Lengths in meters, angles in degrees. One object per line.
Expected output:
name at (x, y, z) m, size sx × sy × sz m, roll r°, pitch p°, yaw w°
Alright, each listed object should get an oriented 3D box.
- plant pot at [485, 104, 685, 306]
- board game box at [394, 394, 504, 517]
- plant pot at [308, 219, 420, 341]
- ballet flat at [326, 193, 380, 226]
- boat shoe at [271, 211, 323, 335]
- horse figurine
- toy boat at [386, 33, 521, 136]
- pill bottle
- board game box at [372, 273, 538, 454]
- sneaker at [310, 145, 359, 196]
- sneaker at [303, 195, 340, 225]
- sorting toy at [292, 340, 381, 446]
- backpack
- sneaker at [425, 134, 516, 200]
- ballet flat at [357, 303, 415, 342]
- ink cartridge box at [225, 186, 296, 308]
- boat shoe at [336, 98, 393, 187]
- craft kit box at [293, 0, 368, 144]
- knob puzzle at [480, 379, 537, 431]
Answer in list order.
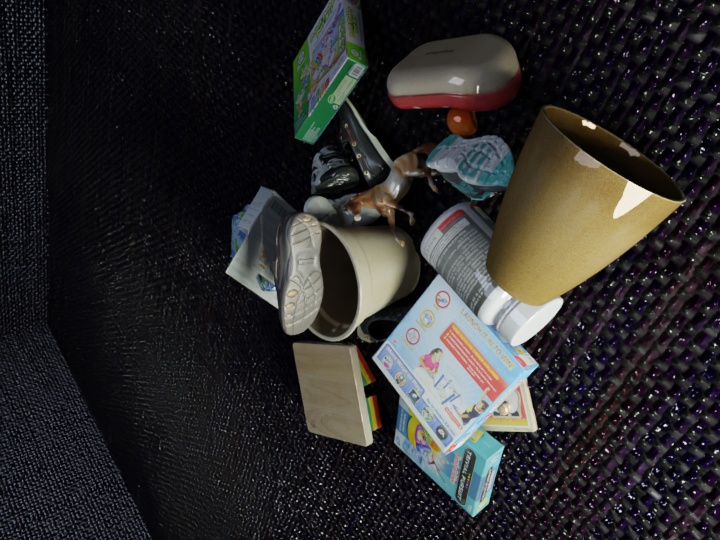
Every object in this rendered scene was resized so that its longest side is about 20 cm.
plant pot at (0.241, -0.061, 0.711) m, size 0.187 × 0.185 × 0.201 m, roll 49°, pitch 125°, yaw 28°
board game box at (0.146, 0.304, 1.033) m, size 0.199 × 0.047 × 0.153 m, roll 36°, pitch 136°, yaw 38°
plant pot at (0.000, 0.000, 1.028) m, size 0.199 × 0.182 × 0.204 m, roll 18°, pitch 114°, yaw 45°
ballet flat at (-0.042, -0.106, 1.132) m, size 0.198 × 0.069 × 0.071 m, roll 6°, pitch 106°, yaw 48°
boat shoe at (-0.105, 0.002, 0.965) m, size 0.073 × 0.074 × 0.203 m, roll 23°, pitch 109°, yaw 54°
horse figurine at (0.073, -0.138, 0.974) m, size 0.201 × 0.050 × 0.133 m, roll -51°, pitch 53°, yaw 9°
toy boat at (0.142, -0.257, 0.862) m, size 0.199 × 0.131 × 0.132 m, roll 15°, pitch 142°, yaw 46°
pill bottle at (0.189, 0.005, 0.865) m, size 0.201 × 0.113 × 0.115 m, roll 51°, pitch 134°, yaw 26°
board game box at (0.141, 0.144, 0.933) m, size 0.201 × 0.056 × 0.197 m, roll 51°, pitch 119°, yaw 27°
sneaker at (-0.056, -0.190, 1.092) m, size 0.200 × 0.073 × 0.090 m, roll -176°, pitch 83°, yaw -71°
sneaker at (-0.084, -0.054, 1.113) m, size 0.081 × 0.077 × 0.202 m, roll 30°, pitch 142°, yaw 41°
sorting toy at (-0.044, 0.243, 1.237) m, size 0.199 × 0.069 × 0.202 m, roll -5°, pitch 97°, yaw 50°
backpack at (-0.216, -0.050, 1.314) m, size 0.163 × 0.152 × 0.203 m, roll 34°, pitch 112°, yaw 46°
sneaker at (0.173, -0.138, 0.838) m, size 0.078 × 0.091 × 0.200 m, roll -47°, pitch 25°, yaw 3°
ballet flat at (0.056, 0.104, 1.079) m, size 0.066 × 0.057 × 0.199 m, roll 40°, pitch 145°, yaw -23°
ink cartridge box at (-0.163, -0.033, 1.139) m, size 0.043 × 0.200 × 0.175 m, roll 21°, pitch 76°, yaw 40°
boat shoe at (-0.010, -0.240, 1.047) m, size 0.063 × 0.074 × 0.203 m, roll -34°, pitch 74°, yaw 10°
craft kit box at (-0.059, -0.363, 1.040) m, size 0.200 × 0.048 × 0.200 m, roll -43°, pitch 40°, yaw 46°
knob puzzle at (0.188, 0.169, 0.978) m, size 0.218 × 0.030 × 0.223 m, roll 18°, pitch 114°, yaw 46°
